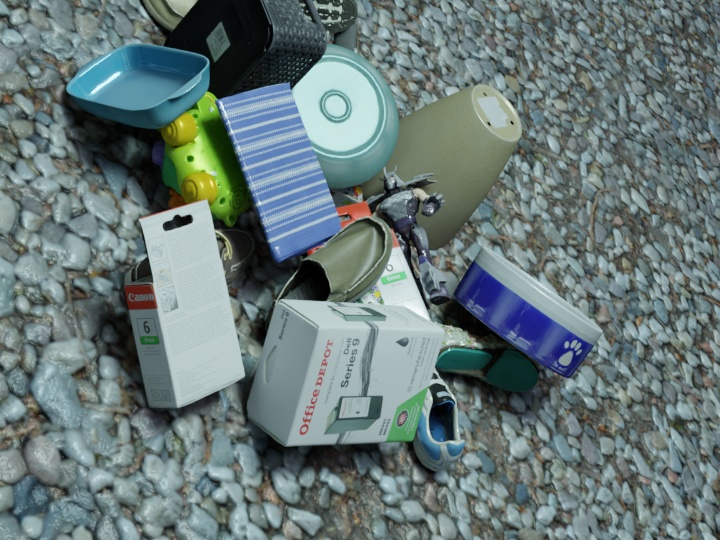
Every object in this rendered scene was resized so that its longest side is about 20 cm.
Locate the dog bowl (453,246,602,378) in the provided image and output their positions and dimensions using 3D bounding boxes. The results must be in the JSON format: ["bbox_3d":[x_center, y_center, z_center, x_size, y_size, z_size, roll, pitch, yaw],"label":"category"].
[{"bbox_3d":[0.225,0.056,1.740,0.199,0.079,0.200,34,7,-4],"label":"dog bowl"}]

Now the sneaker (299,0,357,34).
[{"bbox_3d":[-0.101,-0.382,1.803,0.197,0.078,0.089,8,18,-11],"label":"sneaker"}]

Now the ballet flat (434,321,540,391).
[{"bbox_3d":[0.162,0.109,1.724,0.198,0.076,0.064,20,30,-38],"label":"ballet flat"}]

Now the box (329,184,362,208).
[{"bbox_3d":[-0.050,-0.179,1.765,0.109,0.035,0.202,24,46,-30],"label":"box"}]

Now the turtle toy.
[{"bbox_3d":[-0.192,-0.143,1.538,0.145,0.101,0.203,-9,75,-49],"label":"turtle toy"}]

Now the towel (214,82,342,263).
[{"bbox_3d":[-0.096,-0.118,1.536,0.144,0.024,0.203,-26,97,-55],"label":"towel"}]

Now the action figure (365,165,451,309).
[{"bbox_3d":[0.064,-0.047,1.712,0.069,0.129,0.203,3,66,-55],"label":"action figure"}]

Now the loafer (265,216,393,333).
[{"bbox_3d":[-0.033,0.008,1.532,0.075,0.070,0.200,38,72,14],"label":"loafer"}]

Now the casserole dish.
[{"bbox_3d":[-0.254,-0.212,1.497,0.121,0.198,0.039,-44,132,-30],"label":"casserole dish"}]

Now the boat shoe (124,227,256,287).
[{"bbox_3d":[-0.183,-0.013,1.484,0.199,0.059,0.072,-22,76,-50],"label":"boat shoe"}]

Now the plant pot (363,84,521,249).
[{"bbox_3d":[0.124,-0.162,1.792,0.186,0.200,0.189,25,46,-28],"label":"plant pot"}]

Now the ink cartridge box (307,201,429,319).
[{"bbox_3d":[0.000,0.000,1.618,0.108,0.050,0.202,-14,68,-19],"label":"ink cartridge box"}]

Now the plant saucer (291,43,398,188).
[{"bbox_3d":[-0.037,-0.209,1.686,0.197,0.036,0.203,5,75,-18],"label":"plant saucer"}]

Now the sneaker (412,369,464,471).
[{"bbox_3d":[0.084,0.148,1.613,0.071,0.072,0.202,5,56,-40],"label":"sneaker"}]

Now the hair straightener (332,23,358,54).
[{"bbox_3d":[-0.026,-0.272,1.779,0.040,0.077,0.202,6,54,0],"label":"hair straightener"}]

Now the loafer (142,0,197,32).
[{"bbox_3d":[-0.258,-0.399,1.706,0.075,0.068,0.202,-17,73,-49],"label":"loafer"}]

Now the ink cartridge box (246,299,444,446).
[{"bbox_3d":[-0.016,0.118,1.469,0.198,0.148,0.084,3,18,-42],"label":"ink cartridge box"}]

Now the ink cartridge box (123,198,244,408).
[{"bbox_3d":[-0.194,0.035,1.379,0.108,0.050,0.203,-21,103,-50],"label":"ink cartridge box"}]

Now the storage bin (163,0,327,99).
[{"bbox_3d":[-0.148,-0.279,1.614,0.093,0.200,0.137,-2,61,-44],"label":"storage bin"}]
